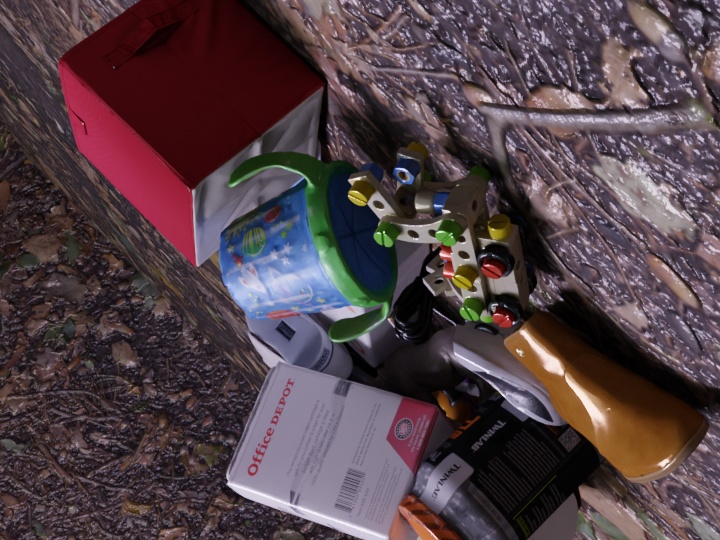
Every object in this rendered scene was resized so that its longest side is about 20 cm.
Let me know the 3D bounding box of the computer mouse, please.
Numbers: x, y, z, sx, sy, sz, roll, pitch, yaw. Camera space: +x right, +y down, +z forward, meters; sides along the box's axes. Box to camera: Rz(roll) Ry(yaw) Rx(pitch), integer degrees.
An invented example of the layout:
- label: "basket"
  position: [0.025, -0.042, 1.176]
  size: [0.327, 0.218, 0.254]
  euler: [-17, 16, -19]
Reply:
- label: "computer mouse"
  position: [0.127, 0.064, 1.098]
  size: [0.200, 0.110, 0.044]
  euler: [34, 142, 6]

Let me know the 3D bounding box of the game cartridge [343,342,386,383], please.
- label: "game cartridge"
  position: [0.008, 0.128, 1.456]
  size: [0.200, 0.041, 0.133]
  euler: [31, 162, 37]

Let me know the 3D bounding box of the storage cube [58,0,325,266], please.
- label: "storage cube"
  position: [-0.159, -0.146, 1.143]
  size: [0.180, 0.171, 0.200]
  euler: [44, 159, 12]

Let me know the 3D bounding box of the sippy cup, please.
- label: "sippy cup"
  position: [-0.053, -0.017, 1.086]
  size: [0.140, 0.130, 0.178]
  euler: [-7, -100, -67]

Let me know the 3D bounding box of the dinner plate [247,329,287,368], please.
- label: "dinner plate"
  position: [-0.056, 0.133, 1.432]
  size: [0.200, 0.024, 0.200]
  euler: [32, 180, 0]

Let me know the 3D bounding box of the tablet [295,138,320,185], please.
- label: "tablet"
  position: [-0.082, -0.105, 1.310]
  size: [0.130, 0.014, 0.200]
  euler: [42, 151, 29]

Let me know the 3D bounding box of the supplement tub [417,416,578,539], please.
- label: "supplement tub"
  position: [0.120, 0.252, 1.298]
  size: [0.200, 0.145, 0.145]
  euler: [23, 153, 43]

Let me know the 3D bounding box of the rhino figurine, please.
- label: "rhino figurine"
  position: [0.073, 0.115, 1.279]
  size: [0.200, 0.060, 0.088]
  euler: [-27, 100, 39]

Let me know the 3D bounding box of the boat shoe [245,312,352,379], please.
- label: "boat shoe"
  position: [-0.063, 0.072, 1.390]
  size: [0.086, 0.075, 0.202]
  euler: [32, -177, -36]

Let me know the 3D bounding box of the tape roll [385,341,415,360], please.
- label: "tape roll"
  position: [-0.004, 0.077, 1.486]
  size: [0.203, 0.037, 0.203]
  euler: [36, 166, 10]

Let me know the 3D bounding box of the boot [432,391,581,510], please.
- label: "boot"
  position: [0.173, 0.192, 1.376]
  size: [0.201, 0.071, 0.144]
  euler: [58, 153, -4]

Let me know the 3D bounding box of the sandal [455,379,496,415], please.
- label: "sandal"
  position: [0.143, 0.144, 1.311]
  size: [0.203, 0.050, 0.083]
  euler: [38, 155, 39]

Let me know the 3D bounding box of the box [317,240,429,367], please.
- label: "box"
  position: [0.000, 0.000, 1.263]
  size: [0.124, 0.097, 0.200]
  euler: [43, 166, 19]

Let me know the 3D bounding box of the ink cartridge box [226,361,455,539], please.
- label: "ink cartridge box"
  position: [-0.021, 0.194, 1.249]
  size: [0.200, 0.146, 0.085]
  euler: [14, 161, 26]

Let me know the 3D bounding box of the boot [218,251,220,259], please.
- label: "boot"
  position: [-0.133, -0.031, 1.585]
  size: [0.200, 0.107, 0.075]
  euler: [53, 164, -29]

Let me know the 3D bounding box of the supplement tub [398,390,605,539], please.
- label: "supplement tub"
  position: [0.140, 0.194, 1.153]
  size: [0.123, 0.200, 0.123]
  euler: [44, 166, 14]

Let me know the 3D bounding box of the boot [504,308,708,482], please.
- label: "boot"
  position: [0.186, 0.093, 0.962]
  size: [0.144, 0.071, 0.201]
  euler: [45, 172, -3]

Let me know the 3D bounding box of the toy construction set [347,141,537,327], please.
- label: "toy construction set"
  position: [0.076, -0.018, 0.981]
  size: [0.131, 0.092, 0.200]
  euler: [12, 159, 25]
